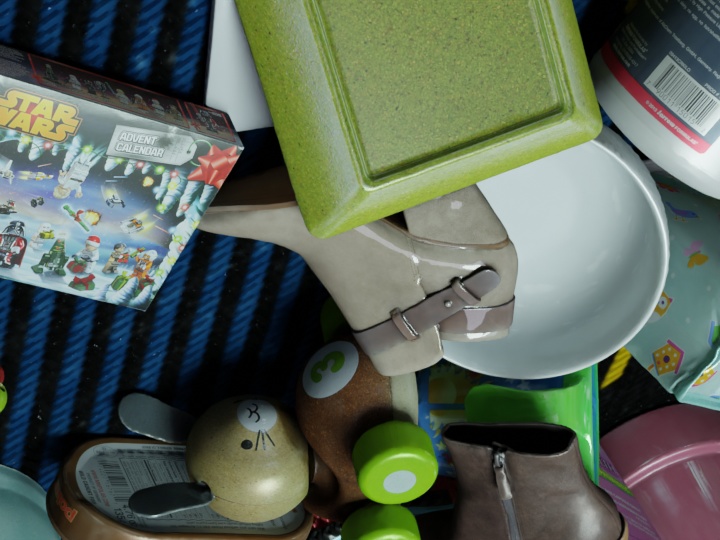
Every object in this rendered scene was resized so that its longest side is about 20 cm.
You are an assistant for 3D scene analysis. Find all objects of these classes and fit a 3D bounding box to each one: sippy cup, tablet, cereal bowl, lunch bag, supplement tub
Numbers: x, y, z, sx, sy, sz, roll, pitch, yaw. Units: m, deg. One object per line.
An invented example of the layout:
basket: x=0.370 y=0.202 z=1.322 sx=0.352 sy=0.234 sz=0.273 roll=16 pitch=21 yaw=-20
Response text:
sippy cup: x=0.109 y=0.101 z=1.274 sx=0.130 sy=0.140 sz=0.178 roll=-1 pitch=140 yaw=9
tablet: x=0.001 y=-0.147 z=1.070 sx=0.200 sy=0.014 sz=0.130 roll=-9 pitch=134 yaw=-21
cereal bowl: x=0.108 y=-0.031 z=1.162 sx=0.200 sy=0.083 sz=0.200 roll=4 pitch=122 yaw=7
lunch bag: x=0.271 y=0.020 z=1.238 sx=0.200 sy=0.170 sz=0.122 roll=10 pitch=118 yaw=-37
supplement tub: x=0.256 y=-0.158 z=1.106 sx=0.140 sy=0.140 sz=0.200 roll=20 pitch=119 yaw=-40

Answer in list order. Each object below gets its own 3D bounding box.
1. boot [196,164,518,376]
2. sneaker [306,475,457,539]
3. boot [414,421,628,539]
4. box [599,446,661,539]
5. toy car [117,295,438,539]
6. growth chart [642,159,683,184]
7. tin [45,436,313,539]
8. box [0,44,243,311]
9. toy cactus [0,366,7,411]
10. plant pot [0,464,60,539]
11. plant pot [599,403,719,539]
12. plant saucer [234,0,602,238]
boot: x=0.000 y=0.000 z=1.109 sx=0.200 sy=0.070 sz=0.146 roll=-10 pitch=116 yaw=13
sneaker: x=0.032 y=0.196 z=1.369 sx=0.200 sy=0.079 sz=0.096 roll=-18 pitch=130 yaw=2
boot: x=0.088 y=0.159 z=1.219 sx=0.200 sy=0.072 sz=0.166 roll=0 pitch=136 yaw=32
box: x=0.140 y=0.236 z=1.375 sx=0.176 sy=0.200 sz=0.097 roll=-43 pitch=137 yaw=14
toy car: x=-0.064 y=0.115 z=1.191 sx=0.200 sy=0.164 sz=0.158 roll=-3 pitch=132 yaw=-12
growth chart: x=0.206 y=-0.012 z=1.310 sx=0.145 sy=0.018 sz=0.200 roll=-4 pitch=132 yaw=-26
tin: x=-0.125 y=0.168 z=1.230 sx=0.200 sy=0.112 sz=0.042 roll=7 pitch=126 yaw=-35
box: x=-0.188 y=-0.056 z=1.027 sx=0.200 sy=0.040 sz=0.137 roll=14 pitch=122 yaw=-33
toy cactus: x=-0.301 y=0.132 z=1.071 sx=0.200 sy=0.165 sz=0.102 roll=-25 pitch=118 yaw=-12
plant pot: x=-0.292 y=0.249 z=1.200 sx=0.200 sy=0.134 sz=0.200 roll=-15 pitch=136 yaw=-15
plant pot: x=0.283 y=0.244 z=1.480 sx=0.200 sy=0.179 sz=0.200 roll=-15 pitch=136 yaw=-15
plant saucer: x=0.039 y=-0.136 z=1.010 sx=0.200 sy=0.048 sz=0.200 roll=-20 pitch=108 yaw=-10
